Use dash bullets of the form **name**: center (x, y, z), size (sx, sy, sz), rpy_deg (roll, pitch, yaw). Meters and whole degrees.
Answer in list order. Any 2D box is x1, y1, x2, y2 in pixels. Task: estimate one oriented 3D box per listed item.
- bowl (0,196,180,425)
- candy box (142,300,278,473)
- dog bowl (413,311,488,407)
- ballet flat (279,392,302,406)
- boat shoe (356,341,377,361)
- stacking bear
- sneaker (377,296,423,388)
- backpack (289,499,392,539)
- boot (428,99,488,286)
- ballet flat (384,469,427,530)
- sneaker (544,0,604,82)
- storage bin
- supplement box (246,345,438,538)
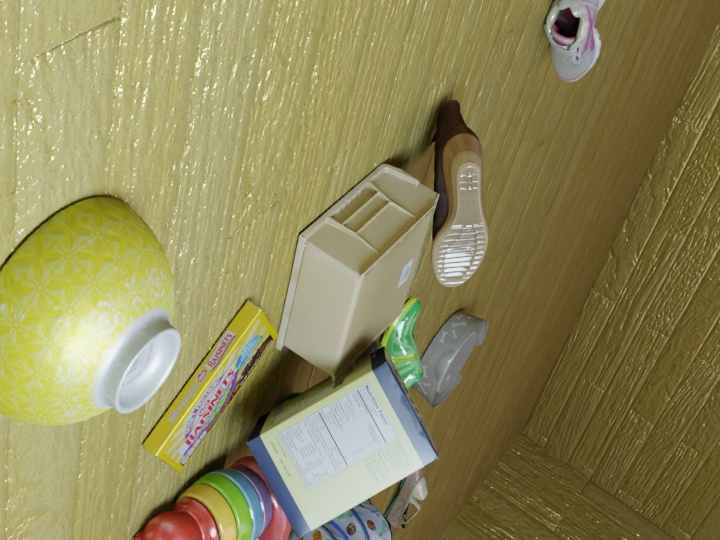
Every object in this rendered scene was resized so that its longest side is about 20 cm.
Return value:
- **bowl**: center (-0.210, 0.053, 0.976), size (0.201, 0.107, 0.201), rpy_deg (-51, 162, -24)
- **candy box**: center (-0.169, 0.135, 1.380), size (0.201, 0.026, 0.102), rpy_deg (-55, 160, -12)
- **dog bowl**: center (0.174, 0.170, 2.363), size (0.201, 0.058, 0.201), rpy_deg (-50, 161, -24)
- **ballet flat**: center (-0.086, 0.244, 1.724), size (0.066, 0.068, 0.201), rpy_deg (-18, 151, -8)
- **boat shoe**: center (0.000, 0.142, 1.810), size (0.075, 0.061, 0.201), rpy_deg (-55, 165, -25)
- **stacking bear**: center (-0.192, 0.319, 1.508), size (0.199, 0.120, 0.115), rpy_deg (-21, 129, -51)
- **sneaker**: center (0.065, 0.138, 1.905), size (0.074, 0.082, 0.203), rpy_deg (-98, -156, -81)
- **backpack**: center (-0.040, 0.495, 2.145), size (0.153, 0.199, 0.193), rpy_deg (6, 113, -57)
- **boot**: center (0.124, -0.101, 1.572), size (0.167, 0.071, 0.203), rpy_deg (-98, -168, -56)
- **ballet flat**: center (0.120, 0.530, 2.827), size (0.068, 0.067, 0.202), rpy_deg (-31, 149, -56)
- **sneaker**: center (0.313, -0.358, 1.808), size (0.088, 0.081, 0.202), rpy_deg (-46, 152, -28)
- **storage bin**: center (0.000, 0.000, 1.509), size (0.198, 0.093, 0.202), rpy_deg (-44, 158, -41)
- **supplement box**: center (-0.021, 0.212, 1.533), size (0.198, 0.136, 0.200), rpy_deg (-29, -178, 1)
